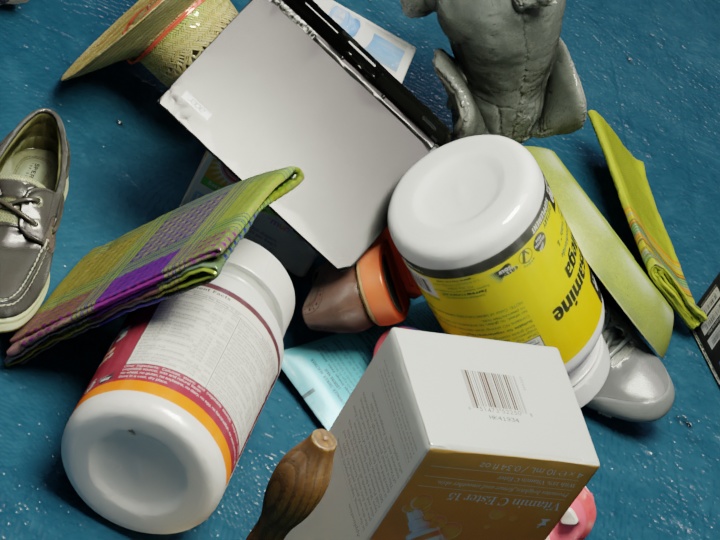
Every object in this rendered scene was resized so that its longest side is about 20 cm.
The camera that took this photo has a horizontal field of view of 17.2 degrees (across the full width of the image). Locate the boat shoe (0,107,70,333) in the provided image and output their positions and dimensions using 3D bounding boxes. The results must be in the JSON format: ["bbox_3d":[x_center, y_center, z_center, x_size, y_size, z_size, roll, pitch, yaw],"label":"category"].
[{"bbox_3d":[-0.237,-0.039,1.616,0.071,0.066,0.202,10,37,0],"label":"boat shoe"}]

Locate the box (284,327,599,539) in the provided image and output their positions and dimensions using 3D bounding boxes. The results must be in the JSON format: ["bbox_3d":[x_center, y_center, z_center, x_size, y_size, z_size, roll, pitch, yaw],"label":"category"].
[{"bbox_3d":[0.043,0.143,1.508,0.123,0.201,0.098,7,44,-27],"label":"box"}]

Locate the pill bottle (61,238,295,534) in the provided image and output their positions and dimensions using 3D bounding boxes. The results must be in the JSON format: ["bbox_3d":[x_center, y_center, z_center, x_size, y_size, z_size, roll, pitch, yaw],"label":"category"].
[{"bbox_3d":[-0.113,0.069,1.557,0.109,0.110,0.201,28,38,-4],"label":"pill bottle"}]

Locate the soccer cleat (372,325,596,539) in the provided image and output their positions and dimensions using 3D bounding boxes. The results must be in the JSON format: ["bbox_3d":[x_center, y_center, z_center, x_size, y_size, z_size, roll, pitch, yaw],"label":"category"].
[{"bbox_3d":[0.087,0.116,1.675,0.200,0.067,0.076,44,20,4],"label":"soccer cleat"}]

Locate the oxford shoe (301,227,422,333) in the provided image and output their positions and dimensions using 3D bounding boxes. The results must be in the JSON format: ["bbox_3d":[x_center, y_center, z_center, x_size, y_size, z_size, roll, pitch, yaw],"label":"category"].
[{"bbox_3d":[0.000,0.000,1.726,0.200,0.072,0.072,-47,118,-76],"label":"oxford shoe"}]

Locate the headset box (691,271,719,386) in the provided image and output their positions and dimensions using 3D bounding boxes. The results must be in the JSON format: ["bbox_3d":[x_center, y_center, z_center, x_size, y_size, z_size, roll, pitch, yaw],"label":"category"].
[{"bbox_3d":[0.394,0.019,1.898,0.199,0.175,0.093,5,44,-31],"label":"headset box"}]

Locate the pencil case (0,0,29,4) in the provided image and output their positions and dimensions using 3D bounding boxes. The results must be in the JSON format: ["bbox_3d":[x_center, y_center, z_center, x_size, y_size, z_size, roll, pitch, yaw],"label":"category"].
[{"bbox_3d":[-0.326,-0.252,1.786,0.198,0.078,0.090,7,64,-28],"label":"pencil case"}]

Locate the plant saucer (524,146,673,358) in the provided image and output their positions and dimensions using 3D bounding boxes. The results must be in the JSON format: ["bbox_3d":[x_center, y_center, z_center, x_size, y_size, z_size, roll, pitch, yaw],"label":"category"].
[{"bbox_3d":[0.182,-0.022,1.822,0.201,0.031,0.200,53,6,-7],"label":"plant saucer"}]

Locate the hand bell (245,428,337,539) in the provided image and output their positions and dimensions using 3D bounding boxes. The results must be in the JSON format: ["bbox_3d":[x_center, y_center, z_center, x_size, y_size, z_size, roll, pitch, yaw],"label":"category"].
[{"bbox_3d":[-0.059,0.163,1.419,0.103,0.201,0.105,18,39,-16],"label":"hand bell"}]

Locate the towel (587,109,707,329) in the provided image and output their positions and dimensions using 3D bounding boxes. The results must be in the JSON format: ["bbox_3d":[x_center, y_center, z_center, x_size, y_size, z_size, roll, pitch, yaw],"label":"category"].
[{"bbox_3d":[0.232,-0.045,1.942,0.086,0.018,0.201,49,18,-40],"label":"towel"}]

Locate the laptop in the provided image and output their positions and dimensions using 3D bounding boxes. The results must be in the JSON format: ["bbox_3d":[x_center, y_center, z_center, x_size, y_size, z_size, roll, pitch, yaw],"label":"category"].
[{"bbox_3d":[-0.033,-0.109,1.705,0.177,0.103,0.200,43,11,-4],"label":"laptop"}]

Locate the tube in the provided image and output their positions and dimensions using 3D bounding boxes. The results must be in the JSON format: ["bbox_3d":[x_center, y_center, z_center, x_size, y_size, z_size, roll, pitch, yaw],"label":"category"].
[{"bbox_3d":[0.032,0.059,1.720,0.199,0.051,0.078,-22,61,-40],"label":"tube"}]

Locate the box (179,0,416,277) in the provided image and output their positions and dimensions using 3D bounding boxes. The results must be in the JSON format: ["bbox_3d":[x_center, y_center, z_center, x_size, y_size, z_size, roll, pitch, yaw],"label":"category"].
[{"bbox_3d":[-0.046,-0.109,1.799,0.112,0.102,0.201,28,38,-6],"label":"box"}]

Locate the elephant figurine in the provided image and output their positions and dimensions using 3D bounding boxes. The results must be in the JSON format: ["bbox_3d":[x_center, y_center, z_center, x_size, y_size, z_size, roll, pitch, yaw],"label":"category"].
[{"bbox_3d":[0.110,-0.149,1.831,0.140,0.202,0.155,4,25,22],"label":"elephant figurine"}]

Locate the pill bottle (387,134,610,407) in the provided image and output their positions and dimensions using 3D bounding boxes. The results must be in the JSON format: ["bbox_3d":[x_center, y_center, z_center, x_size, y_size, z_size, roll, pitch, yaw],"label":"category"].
[{"bbox_3d":[0.104,0.010,1.667,0.113,0.112,0.201,-95,161,-46],"label":"pill bottle"}]

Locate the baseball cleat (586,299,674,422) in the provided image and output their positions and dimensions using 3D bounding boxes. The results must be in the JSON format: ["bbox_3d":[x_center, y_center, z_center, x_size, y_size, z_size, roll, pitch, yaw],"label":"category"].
[{"bbox_3d":[0.155,0.032,1.780,0.200,0.107,0.070,38,64,17],"label":"baseball cleat"}]

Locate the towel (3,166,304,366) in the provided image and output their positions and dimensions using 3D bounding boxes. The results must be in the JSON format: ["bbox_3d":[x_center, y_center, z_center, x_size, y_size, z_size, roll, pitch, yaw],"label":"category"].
[{"bbox_3d":[-0.137,-0.004,1.568,0.023,0.199,0.144,57,33,-14],"label":"towel"}]

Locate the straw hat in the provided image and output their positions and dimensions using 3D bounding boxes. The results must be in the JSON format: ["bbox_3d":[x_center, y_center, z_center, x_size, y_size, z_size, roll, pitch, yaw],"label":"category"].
[{"bbox_3d":[-0.126,-0.172,1.772,0.085,0.201,0.201,48,37,-11],"label":"straw hat"}]
